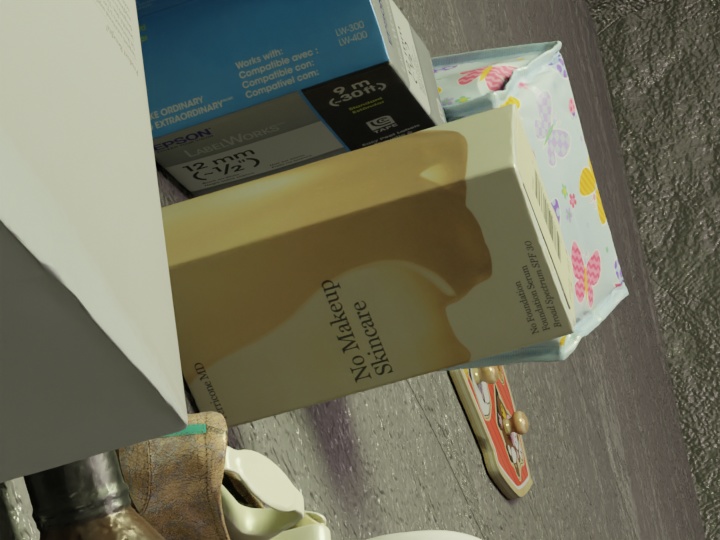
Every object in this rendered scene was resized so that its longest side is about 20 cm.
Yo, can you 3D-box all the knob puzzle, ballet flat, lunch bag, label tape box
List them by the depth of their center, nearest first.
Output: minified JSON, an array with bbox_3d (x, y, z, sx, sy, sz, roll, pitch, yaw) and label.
[{"bbox_3d":[-0.052,0.127,1.193,0.200,0.067,0.069,58,19,-54],"label":"ballet flat"},{"bbox_3d":[-0.047,-0.101,1.341,0.200,0.142,0.067,42,33,-69],"label":"label tape box"},{"bbox_3d":[0.038,-0.036,1.518,0.127,0.199,0.171,-41,118,-54],"label":"lunch bag"},{"bbox_3d":[0.116,0.101,2.118,0.220,0.030,0.221,-17,90,-79],"label":"knob puzzle"}]

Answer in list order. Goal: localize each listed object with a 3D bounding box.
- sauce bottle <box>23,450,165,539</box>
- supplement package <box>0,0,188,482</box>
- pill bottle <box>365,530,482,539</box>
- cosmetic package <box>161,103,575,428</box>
[{"bbox_3d":[-0.090,0.147,0.987,0.065,0.064,0.202,-16,91,-78],"label":"sauce bottle"},{"bbox_3d":[-0.159,-0.059,0.742,0.191,0.146,0.201,55,21,-57],"label":"supplement package"},{"bbox_3d":[0.037,0.247,1.330,0.113,0.112,0.201,57,20,-55],"label":"pill bottle"},{"bbox_3d":[0.000,0.000,1.284,0.071,0.199,0.106,-84,153,-60],"label":"cosmetic package"}]
